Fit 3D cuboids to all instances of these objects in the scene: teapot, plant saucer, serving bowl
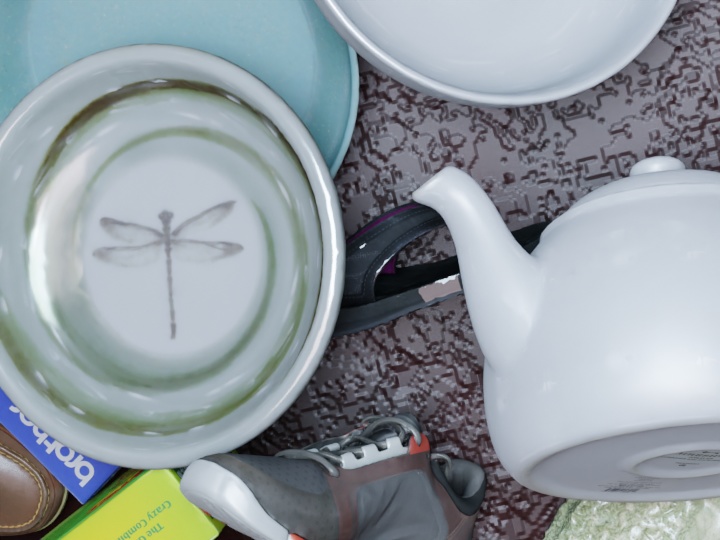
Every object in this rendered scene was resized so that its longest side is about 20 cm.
[{"bbox_3d":[0.149,0.019,0.880,0.196,0.200,0.147,-10,69,21],"label":"teapot"},{"bbox_3d":[-0.095,-0.006,0.922,0.198,0.050,0.202,0,90,18],"label":"plant saucer"},{"bbox_3d":[0.054,-0.170,0.900,0.198,0.066,0.202,2,82,-14],"label":"serving bowl"},{"bbox_3d":[-0.096,-0.102,0.947,0.198,0.036,0.202,3,115,7],"label":"plant saucer"}]

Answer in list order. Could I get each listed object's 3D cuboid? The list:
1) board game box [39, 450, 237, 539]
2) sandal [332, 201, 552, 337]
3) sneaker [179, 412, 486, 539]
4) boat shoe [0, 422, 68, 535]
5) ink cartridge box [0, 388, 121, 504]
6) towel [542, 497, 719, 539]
[{"bbox_3d":[-0.151,0.161,0.982,0.200,0.102,0.048,-38,93,12],"label":"board game box"},{"bbox_3d":[-0.001,0.000,0.948,0.199,0.075,0.048,-16,100,11],"label":"sandal"},{"bbox_3d":[-0.008,0.101,0.928,0.077,0.200,0.082,21,88,39],"label":"sneaker"},{"bbox_3d":[-0.253,0.094,1.003,0.199,0.068,0.073,21,101,4],"label":"boat shoe"},{"bbox_3d":[-0.179,0.015,0.992,0.200,0.044,0.094,44,104,-1],"label":"ink cartridge box"},{"bbox_3d":[0.142,0.195,0.979,0.148,0.036,0.201,31,102,3],"label":"towel"}]
